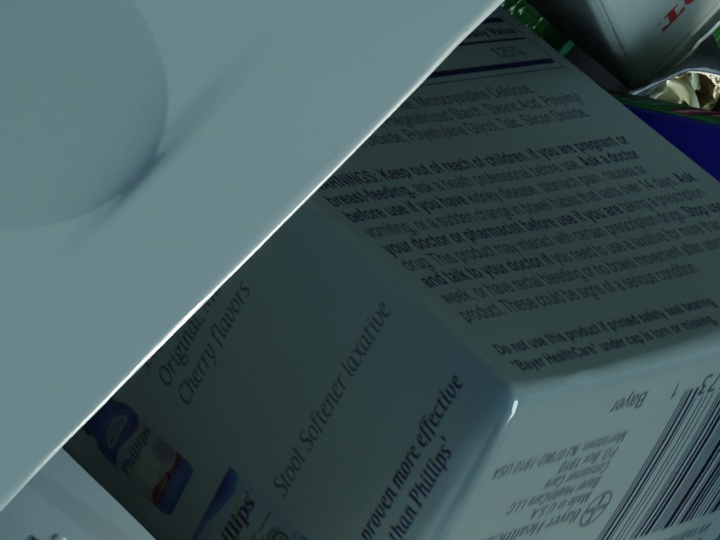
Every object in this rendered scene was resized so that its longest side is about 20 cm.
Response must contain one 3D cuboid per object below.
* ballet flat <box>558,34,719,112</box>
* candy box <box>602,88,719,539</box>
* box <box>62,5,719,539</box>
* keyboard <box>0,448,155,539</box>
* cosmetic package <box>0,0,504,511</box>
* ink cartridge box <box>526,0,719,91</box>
[{"bbox_3d":[0.056,-0.019,1.045,0.200,0.073,0.073,-43,155,-11],"label":"ballet flat"},{"bbox_3d":[0.075,0.030,0.930,0.077,0.199,0.170,4,99,-62],"label":"candy box"},{"bbox_3d":[0.000,0.000,0.820,0.183,0.200,0.105,-10,135,-54],"label":"box"},{"bbox_3d":[-0.083,0.079,0.841,0.056,0.200,0.011,-50,-170,14],"label":"keyboard"},{"bbox_3d":[-0.090,-0.091,0.463,0.199,0.123,0.199,28,131,-23],"label":"cosmetic package"},{"bbox_3d":[0.085,-0.160,0.865,0.146,0.085,0.200,-46,154,-3],"label":"ink cartridge box"}]
